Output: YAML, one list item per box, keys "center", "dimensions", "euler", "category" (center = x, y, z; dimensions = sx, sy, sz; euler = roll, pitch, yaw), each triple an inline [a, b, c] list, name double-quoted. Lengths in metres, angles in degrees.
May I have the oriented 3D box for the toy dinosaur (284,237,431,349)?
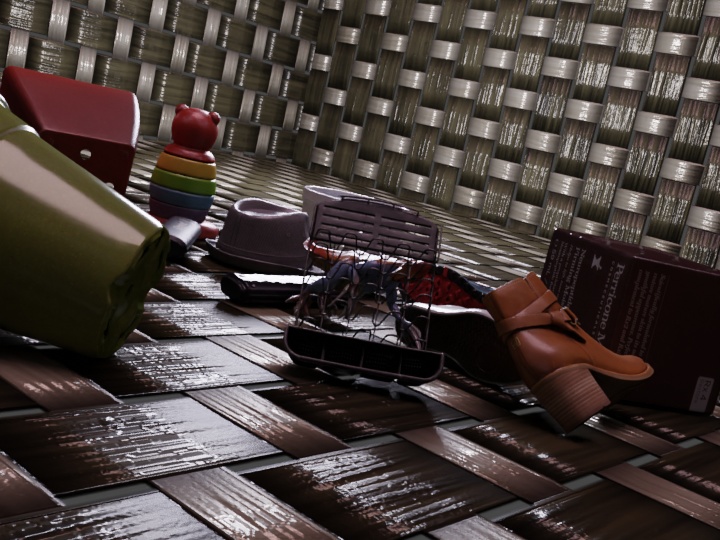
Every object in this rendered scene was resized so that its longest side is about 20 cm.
- center: [0.000, 0.000, 1.028]
  dimensions: [0.181, 0.202, 0.105]
  euler: [-32, -28, 32]
  category: "toy dinosaur"

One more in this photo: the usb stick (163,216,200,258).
- center: [-0.261, -0.048, 1.291]
  dimensions: [0.055, 0.033, 0.200]
  euler: [11, 9, -5]
  category: "usb stick"

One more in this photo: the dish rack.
- center: [0.010, 0.013, 0.903]
  dimensions: [0.152, 0.202, 0.055]
  euler: [11, -26, -5]
  category: "dish rack"

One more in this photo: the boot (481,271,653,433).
- center: [0.213, 0.069, 0.930]
  dimensions: [0.199, 0.074, 0.155]
  euler: [-6, 58, -57]
  category: "boot"

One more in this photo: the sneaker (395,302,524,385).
- center: [0.134, 0.073, 1.024]
  dimensions: [0.084, 0.074, 0.199]
  euler: [2, 13, -41]
  category: "sneaker"

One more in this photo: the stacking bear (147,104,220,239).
- center: [-0.278, -0.161, 1.466]
  dimensions: [0.120, 0.202, 0.114]
  euler: [14, 9, 8]
  category: "stacking bear"

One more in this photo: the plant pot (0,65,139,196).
- center: [-0.424, -0.159, 1.328]
  dimensions: [0.198, 0.201, 0.176]
  euler: [8, 22, -30]
  category: "plant pot"

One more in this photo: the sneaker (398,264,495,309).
- center: [0.140, 0.049, 1.238]
  dimensions: [0.198, 0.080, 0.096]
  euler: [21, -1, -4]
  category: "sneaker"

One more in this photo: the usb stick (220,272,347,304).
- center: [-0.086, 0.024, 1.148]
  dimensions: [0.199, 0.033, 0.055]
  euler: [3, 20, -48]
  category: "usb stick"

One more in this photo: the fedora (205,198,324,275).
- center: [-0.134, -0.053, 1.363]
  dimensions: [0.176, 0.091, 0.199]
  euler: [21, 12, 39]
  category: "fedora"

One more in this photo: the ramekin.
- center: [-0.017, -0.079, 1.651]
  dimensions: [0.198, 0.106, 0.200]
  euler: [13, 9, -2]
  category: "ramekin"

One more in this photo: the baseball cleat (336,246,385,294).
- center: [-0.002, -0.004, 1.380]
  dimensions: [0.106, 0.070, 0.200]
  euler: [45, -5, -2]
  category: "baseball cleat"

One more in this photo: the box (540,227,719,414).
- center: [0.329, 0.056, 1.116]
  dimensions: [0.163, 0.168, 0.200]
  euler: [11, 8, -17]
  category: "box"

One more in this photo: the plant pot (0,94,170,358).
- center: [-0.267, -0.022, 0.759]
  dimensions: [0.189, 0.202, 0.200]
  euler: [25, 9, 1]
  category: "plant pot"
